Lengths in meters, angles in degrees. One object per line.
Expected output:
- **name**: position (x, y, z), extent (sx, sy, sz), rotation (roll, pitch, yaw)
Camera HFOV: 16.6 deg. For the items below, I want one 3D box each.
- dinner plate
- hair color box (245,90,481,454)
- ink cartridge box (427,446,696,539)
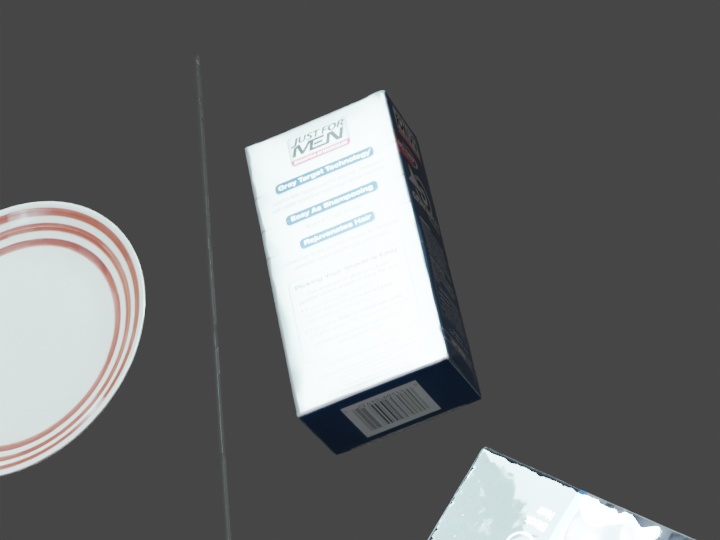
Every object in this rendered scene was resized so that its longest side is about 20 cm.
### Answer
- **dinner plate**: position (-0.224, 0.047, 1.593), extent (0.200, 0.024, 0.201), rotation (-11, 59, 19)
- **hair color box**: position (0.000, 0.000, 1.487), extent (0.100, 0.061, 0.200), rotation (-21, 56, 13)
- **ink cartridge box**: position (0.100, 0.217, 1.325), extent (0.198, 0.043, 0.200), rotation (21, 75, 33)
